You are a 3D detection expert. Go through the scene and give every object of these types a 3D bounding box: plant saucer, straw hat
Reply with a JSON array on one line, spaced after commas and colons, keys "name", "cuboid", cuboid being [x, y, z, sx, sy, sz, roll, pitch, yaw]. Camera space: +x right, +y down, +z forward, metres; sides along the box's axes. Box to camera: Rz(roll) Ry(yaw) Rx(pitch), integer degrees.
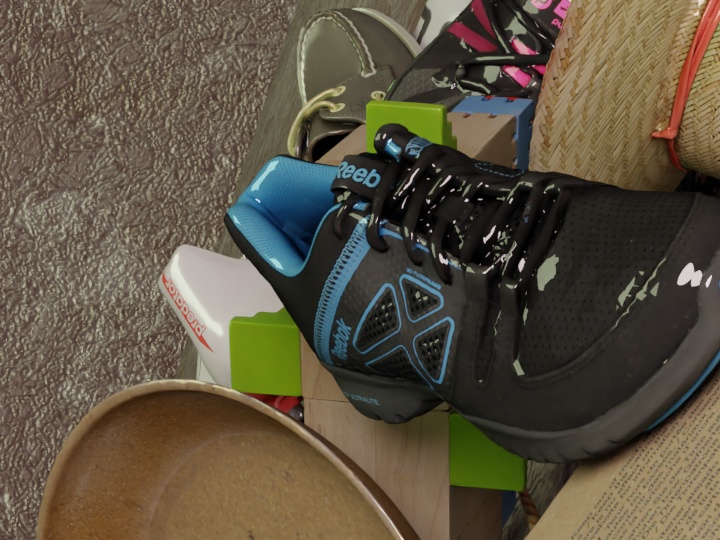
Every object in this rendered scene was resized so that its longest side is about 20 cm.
[{"name": "plant saucer", "cuboid": [-0.029, 0.128, 0.755, 0.035, 0.200, 0.200, -20, -34, -45]}, {"name": "straw hat", "cuboid": [0.142, -0.070, 0.790, 0.201, 0.085, 0.201, -46, -29, -34]}]

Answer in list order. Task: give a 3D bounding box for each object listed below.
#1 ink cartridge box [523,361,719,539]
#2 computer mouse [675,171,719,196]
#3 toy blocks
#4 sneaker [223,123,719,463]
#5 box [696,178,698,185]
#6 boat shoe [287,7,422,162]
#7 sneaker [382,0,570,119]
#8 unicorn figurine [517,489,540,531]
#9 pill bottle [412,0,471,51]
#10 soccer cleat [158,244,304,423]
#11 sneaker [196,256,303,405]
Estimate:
[{"name": "ink cartridge box", "cuboid": [0.129, 0.039, 0.549, 0.200, 0.075, 0.165, -53, 9, 1]}, {"name": "computer mouse", "cuboid": [0.137, -0.105, 0.893, 0.059, 0.034, 0.200, -43, -31, -40]}, {"name": "toy blocks", "cuboid": [0.024, 0.024, 0.808, 0.137, 0.100, 0.200, -44, -44, -66]}, {"name": "sneaker", "cuboid": [0.029, 0.002, 0.629, 0.073, 0.082, 0.200, -54, 23, -24]}, {"name": "box", "cuboid": [0.069, 0.037, 0.990, 0.200, 0.038, 0.137, -55, 1, -30]}, {"name": "boat shoe", "cuboid": [0.002, -0.055, 1.095, 0.072, 0.060, 0.202, -50, 44, 35]}, {"name": "sneaker", "cuboid": [0.063, -0.085, 0.901, 0.200, 0.077, 0.084, -60, -1, -18]}, {"name": "unicorn figurine", "cuboid": [0.072, 0.134, 0.794, 0.200, 0.137, 0.074, -5, 102, 57]}, {"name": "pill bottle", "cuboid": [0.072, -0.079, 1.161, 0.116, 0.116, 0.200, -106, 37, -75]}, {"name": "soccer cleat", "cuboid": [0.000, 0.000, 0.929, 0.200, 0.085, 0.069, -25, -24, -50]}, {"name": "sneaker", "cuboid": [-0.037, 0.082, 0.939, 0.073, 0.072, 0.200, 71, -162, -47]}]
